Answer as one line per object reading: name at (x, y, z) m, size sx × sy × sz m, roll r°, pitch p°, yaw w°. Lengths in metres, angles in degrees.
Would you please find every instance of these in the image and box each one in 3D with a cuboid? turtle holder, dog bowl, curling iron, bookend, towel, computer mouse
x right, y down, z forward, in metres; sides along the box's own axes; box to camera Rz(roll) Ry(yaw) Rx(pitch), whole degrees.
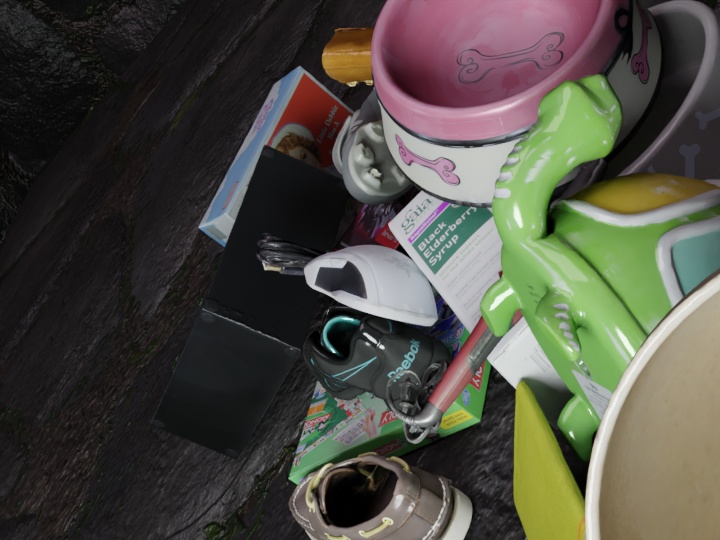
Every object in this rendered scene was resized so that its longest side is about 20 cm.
turtle holder at (0.139, 0.006, 0.602) m, size 0.131 × 0.187 × 0.141 m, roll -34°, pitch -16°, yaw -7°
dog bowl at (0.094, -0.144, 0.765) m, size 0.197 × 0.074 × 0.203 m, roll -14°, pitch 52°, yaw 18°
dog bowl at (0.188, -0.097, 0.797) m, size 0.200 × 0.058 × 0.201 m, roll -43°, pitch 25°, yaw 25°
curling iron at (0.081, 0.012, 0.674) m, size 0.201 × 0.026 × 0.049 m, roll -53°, pitch 35°, yaw -7°
bookend at (-0.101, 0.031, 1.077) m, size 0.200 × 0.091 × 0.202 m, roll 122°, pitch 168°, yaw -49°
towel at (0.111, 0.145, 0.600) m, size 0.201 × 0.018 × 0.088 m, roll -107°, pitch 14°, yaw -63°
computer mouse at (0.000, 0.000, 0.859) m, size 0.199 × 0.108 × 0.045 m, roll 20°, pitch 96°, yaw 63°

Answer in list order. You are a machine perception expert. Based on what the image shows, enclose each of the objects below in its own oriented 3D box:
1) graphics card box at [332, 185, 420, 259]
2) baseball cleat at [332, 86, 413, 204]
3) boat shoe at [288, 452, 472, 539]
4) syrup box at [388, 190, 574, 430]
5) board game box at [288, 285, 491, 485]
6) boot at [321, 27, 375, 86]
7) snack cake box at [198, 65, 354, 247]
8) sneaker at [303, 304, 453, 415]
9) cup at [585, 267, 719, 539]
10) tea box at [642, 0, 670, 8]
graphics card box at (0.055, -0.059, 1.021) m, size 0.201 × 0.051 × 0.125 m, roll -54°, pitch 22°, yaw 0°
baseball cleat at (0.011, -0.099, 1.032) m, size 0.107 × 0.069 × 0.201 m, roll -46°, pitch 11°, yaw 36°
boat shoe at (-0.002, 0.160, 0.811) m, size 0.199 × 0.059 × 0.073 m, roll -9°, pitch 50°, yaw 60°
syrup box at (0.096, 0.005, 0.766) m, size 0.079 × 0.081 × 0.200 m, roll -43°, pitch 32°, yaw 6°
board game box at (0.027, 0.083, 0.903) m, size 0.199 × 0.029 × 0.136 m, roll -31°, pitch 33°, yaw 44°
boot at (0.057, -0.201, 1.032) m, size 0.141 × 0.072 × 0.201 m, roll 2°, pitch 13°, yaw 23°
snack cake box at (-0.077, -0.102, 1.261) m, size 0.067 × 0.114 × 0.202 m, roll -18°, pitch 42°, yaw 55°
sneaker at (-0.004, 0.052, 0.870) m, size 0.076 × 0.079 × 0.199 m, roll -61°, pitch 22°, yaw -13°
cup at (0.187, 0.068, 0.430) m, size 0.200 × 0.200 × 0.143 m, roll -45°, pitch -2°, yaw 20°
tea box at (0.194, -0.334, 0.938) m, size 0.133 × 0.196 × 0.202 m, roll -41°, pitch 25°, yaw 28°
